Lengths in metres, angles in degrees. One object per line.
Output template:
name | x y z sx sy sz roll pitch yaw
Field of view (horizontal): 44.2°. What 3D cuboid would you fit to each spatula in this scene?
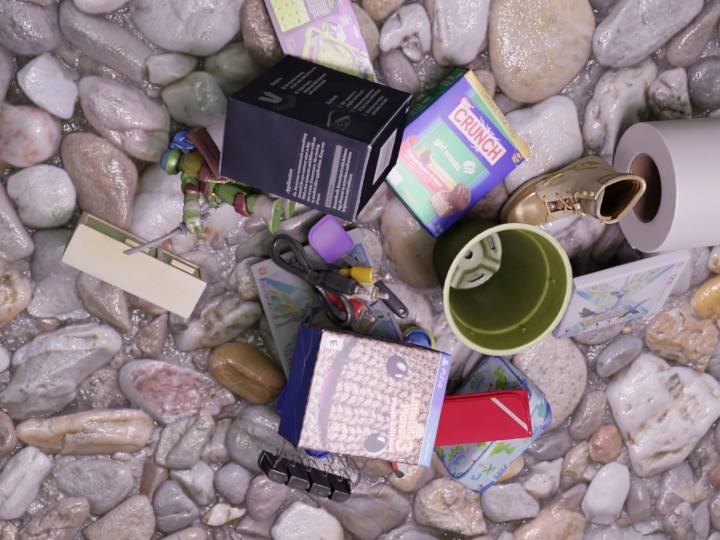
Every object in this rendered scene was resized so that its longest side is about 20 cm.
spatula | 0.000 0.000 1.324 0.056 0.021 0.200 -40 72 -15

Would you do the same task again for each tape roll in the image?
tape roll | 0.501 -0.135 1.382 0.138 0.203 0.205 -6 109 -10

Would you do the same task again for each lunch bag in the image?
lunch bag | 0.210 0.248 1.463 0.082 0.161 0.200 35 98 -32

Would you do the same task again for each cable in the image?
cable | -0.055 0.017 1.308 0.050 0.199 0.098 15 97 -62

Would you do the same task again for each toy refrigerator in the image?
toy refrigerator | -0.328 -0.011 1.298 0.199 0.076 0.070 28 100 -19

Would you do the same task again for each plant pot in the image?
plant pot | 0.194 -0.001 1.360 0.198 0.190 0.202 -4 110 -12

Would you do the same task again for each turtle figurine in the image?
turtle figurine | -0.199 -0.085 1.254 0.192 0.144 0.202 15 83 11

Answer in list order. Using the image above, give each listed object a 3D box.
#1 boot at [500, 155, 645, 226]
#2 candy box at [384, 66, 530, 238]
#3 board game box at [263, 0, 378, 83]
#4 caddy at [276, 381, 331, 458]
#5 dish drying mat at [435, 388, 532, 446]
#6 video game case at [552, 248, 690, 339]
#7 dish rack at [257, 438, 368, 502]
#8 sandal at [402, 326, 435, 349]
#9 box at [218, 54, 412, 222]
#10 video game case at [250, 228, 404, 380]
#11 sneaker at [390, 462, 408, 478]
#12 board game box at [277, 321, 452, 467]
boot | 0.326 -0.104 1.375 0.199 0.156 0.073 -27 112 -3
candy box | 0.132 -0.179 1.349 0.200 0.077 0.169 -42 111 1
board game box | -0.055 -0.329 1.283 0.119 0.032 0.202 -21 112 -1
caddy | -0.040 0.199 1.396 0.105 0.141 0.200 36 97 -27
dish drying mat | 0.168 0.233 1.393 0.198 0.018 0.078 -9 80 21
video game case | 0.426 0.042 1.460 0.198 0.022 0.183 -14 150 -8
dish rack | -0.044 0.241 1.305 0.152 0.055 0.201 23 101 -22
sandal | 0.063 0.177 1.390 0.079 0.087 0.202 16 77 4
box | -0.057 -0.184 1.195 0.198 0.197 0.118 20 124 10
video game case | -0.052 0.052 1.335 0.181 0.022 0.202 -19 69 -6
sneaker | 0.083 0.248 1.482 0.107 0.067 0.203 -17 108 -4
board game box | 0.005 0.170 1.221 0.198 0.097 0.161 12 88 -22
